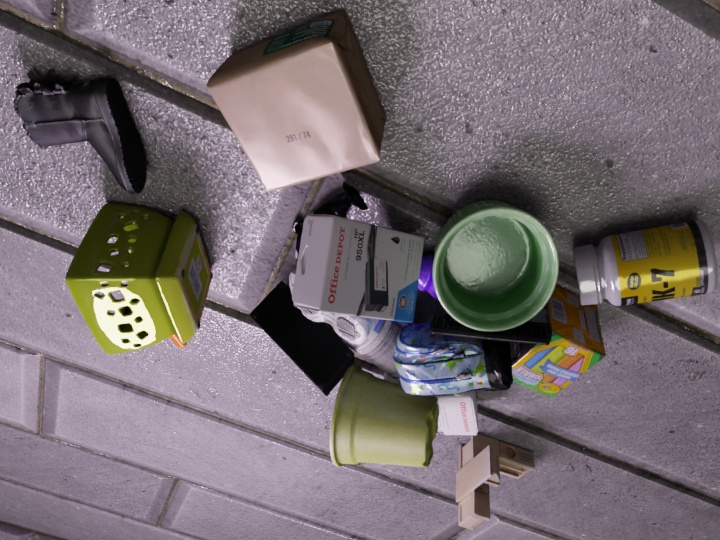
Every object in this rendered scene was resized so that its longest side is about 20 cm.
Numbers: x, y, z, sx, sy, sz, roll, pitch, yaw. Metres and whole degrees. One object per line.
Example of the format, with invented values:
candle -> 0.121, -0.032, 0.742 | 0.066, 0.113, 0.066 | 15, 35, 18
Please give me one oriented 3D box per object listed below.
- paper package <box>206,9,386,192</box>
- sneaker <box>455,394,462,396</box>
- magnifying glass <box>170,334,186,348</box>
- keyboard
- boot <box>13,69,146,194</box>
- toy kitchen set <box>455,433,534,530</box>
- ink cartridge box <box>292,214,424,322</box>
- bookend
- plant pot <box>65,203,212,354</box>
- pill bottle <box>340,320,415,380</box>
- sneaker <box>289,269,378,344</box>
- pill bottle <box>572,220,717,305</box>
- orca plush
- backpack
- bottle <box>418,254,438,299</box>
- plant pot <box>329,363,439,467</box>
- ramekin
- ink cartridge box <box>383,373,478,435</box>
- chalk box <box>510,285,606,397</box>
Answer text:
paper package -> -0.083, -0.231, 0.842 | 0.195, 0.105, 0.193 | -11, 132, 21
sneaker -> 0.216, 0.162, 1.167 | 0.073, 0.100, 0.204 | 12, 127, 5
magnifying glass -> -0.437, 0.097, 1.288 | 0.078, 0.023, 0.202 | -9, 130, 18
keyboard -> 0.219, 0.088, 1.004 | 0.195, 0.127, 0.021 | 5, 105, 13
boot -> -0.443, -0.215, 0.946 | 0.158, 0.074, 0.202 | -1, 127, 8
toy kitchen set -> 0.339, 0.493, 1.400 | 0.177, 0.203, 0.164 | 20, 135, -9
ink cartridge box -> 0.000, 0.000, 0.962 | 0.197, 0.149, 0.083 | 9, 178, -38
bookend -> -0.110, 0.145, 1.199 | 0.198, 0.092, 0.200 | 43, 168, 11
plant pot -> -0.380, 0.014, 1.076 | 0.176, 0.202, 0.203 | -1, 134, 3
pill bottle -> 0.065, 0.143, 1.172 | 0.199, 0.115, 0.113 | 38, 129, -24
sneaker -> -0.044, 0.052, 1.091 | 0.198, 0.099, 0.079 | 34, 136, 22
pill bottle -> 0.450, -0.006, 0.957 | 0.195, 0.116, 0.115 | -10, 132, 20
orca plush -> -0.059, -0.054, 1.032 | 0.105, 0.072, 0.198 | 38, 129, -25
backpack -> 0.156, 0.153, 1.059 | 0.197, 0.164, 0.156 | -25, 104, 24
bottle -> 0.163, 0.018, 1.066 | 0.195, 0.066, 0.084 | 17, 134, -6
plant pot -> 0.057, 0.302, 1.174 | 0.180, 0.203, 0.203 | 8, 136, 17
ramekin -> 0.210, -0.015, 0.960 | 0.194, 0.098, 0.205 | 0, 110, 1
ink cartridge box -> 0.157, 0.290, 1.319 | 0.195, 0.086, 0.147 | -4, 133, 16
chalk box -> 0.339, 0.143, 1.116 | 0.122, 0.127, 0.201 | 22, 135, -11
